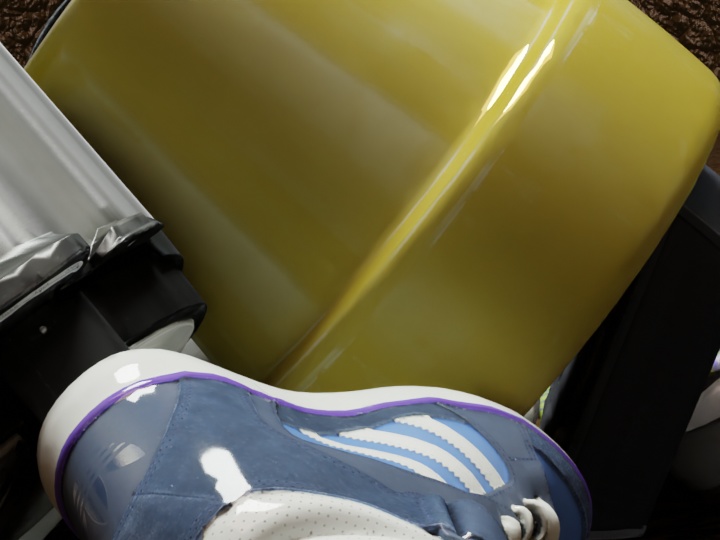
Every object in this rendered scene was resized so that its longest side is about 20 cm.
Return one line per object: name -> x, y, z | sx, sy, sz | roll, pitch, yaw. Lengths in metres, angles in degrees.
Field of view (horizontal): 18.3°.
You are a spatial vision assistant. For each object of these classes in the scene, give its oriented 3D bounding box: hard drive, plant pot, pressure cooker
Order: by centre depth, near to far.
pressure cooker -> -0.143, 0.018, 0.668 | 0.179, 0.200, 0.176 | -42, -4, 10
plant pot -> -0.010, -0.044, 0.760 | 0.189, 0.201, 0.201 | 38, 3, -7
hard drive -> 0.102, 0.023, 0.819 | 0.042, 0.136, 0.200 | 22, 10, 2

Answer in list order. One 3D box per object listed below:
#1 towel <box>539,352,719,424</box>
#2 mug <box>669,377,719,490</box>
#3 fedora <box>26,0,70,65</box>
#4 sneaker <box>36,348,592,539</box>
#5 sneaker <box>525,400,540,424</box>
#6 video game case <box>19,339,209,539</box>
towel -> 0.176, 0.015, 0.987 | 0.199, 0.023, 0.144 | -15, 21, 13
mug -> 0.192, 0.020, 0.811 | 0.200, 0.148, 0.175 | -35, 1, 32
fedora -> -0.051, -0.048, 0.982 | 0.199, 0.201, 0.092 | -4, 42, -1
sneaker -> 0.020, 0.091, 0.589 | 0.199, 0.081, 0.146 | 17, 17, -41
sneaker -> 0.000, 0.000, 0.900 | 0.200, 0.079, 0.079 | 40, 4, -14
video game case -> -0.164, 0.054, 0.870 | 0.181, 0.024, 0.200 | -2, 22, 23
